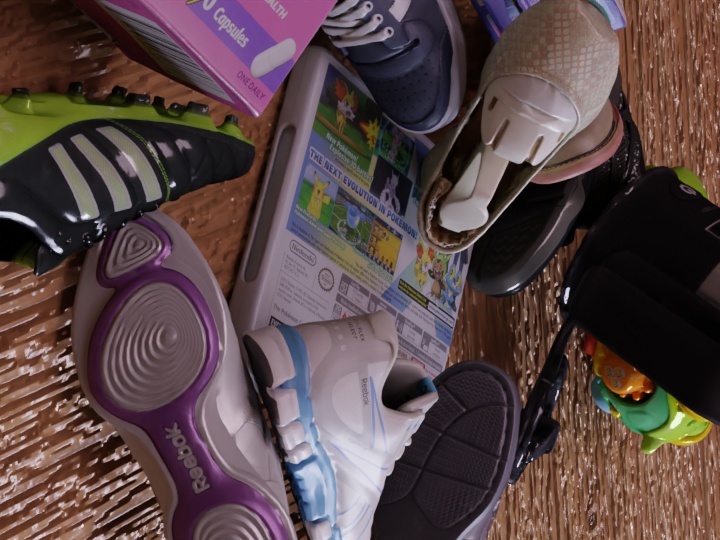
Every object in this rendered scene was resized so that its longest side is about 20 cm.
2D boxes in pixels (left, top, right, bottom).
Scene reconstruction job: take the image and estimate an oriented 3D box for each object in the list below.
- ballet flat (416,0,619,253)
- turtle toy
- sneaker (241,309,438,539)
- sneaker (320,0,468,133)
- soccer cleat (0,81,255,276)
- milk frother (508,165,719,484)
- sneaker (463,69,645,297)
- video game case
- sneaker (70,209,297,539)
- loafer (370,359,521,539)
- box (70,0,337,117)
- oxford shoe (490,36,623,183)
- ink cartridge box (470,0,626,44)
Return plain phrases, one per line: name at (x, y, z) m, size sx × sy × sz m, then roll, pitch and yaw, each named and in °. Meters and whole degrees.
ballet flat at (0.082, -0.069, 1.111) m, size 0.200 × 0.067 × 0.062 m, roll 121°, pitch -9°, yaw -57°
turtle toy at (0.207, 0.026, 1.415) m, size 0.146 × 0.101 × 0.200 m, roll 90°, pitch 13°, yaw -76°
sneaker at (0.000, 0.087, 1.061) m, size 0.200 × 0.087 × 0.075 m, roll 80°, pitch -12°, yaw -57°
sneaker at (-0.014, -0.150, 1.062) m, size 0.108 × 0.070 × 0.200 m, roll -41°, pitch 115°, yaw -53°
soccer cleat at (-0.125, -0.041, 0.922) m, size 0.200 × 0.067 × 0.081 m, roll -2°, pitch 103°, yaw -51°
milk frother at (0.200, 0.075, 1.277) m, size 0.180 × 0.188 × 0.200 m, roll -28°, pitch 144°, yaw -41°
sneaker at (0.130, -0.041, 1.312) m, size 0.114 × 0.076 × 0.200 m, roll 58°, pitch 41°, yaw -35°
video game case at (0.000, 0.000, 1.160) m, size 0.200 × 0.022 × 0.183 m, roll 36°, pitch 63°, yaw -53°
sneaker at (-0.087, 0.064, 0.999) m, size 0.100 × 0.075 × 0.200 m, roll -112°, pitch -174°, yaw -79°
loafer at (0.040, 0.142, 1.183) m, size 0.200 × 0.072 × 0.063 m, roll -70°, pitch 164°, yaw 8°
box at (-0.063, -0.201, 0.899) m, size 0.200 × 0.097 × 0.176 m, roll -56°, pitch 141°, yaw -9°
oxford shoe at (0.104, -0.115, 1.223) m, size 0.200 × 0.071 × 0.074 m, roll -102°, pitch 169°, yaw -62°
ink cartridge box at (0.083, -0.209, 1.146) m, size 0.136 × 0.076 × 0.200 m, roll 53°, pitch 23°, yaw -46°
